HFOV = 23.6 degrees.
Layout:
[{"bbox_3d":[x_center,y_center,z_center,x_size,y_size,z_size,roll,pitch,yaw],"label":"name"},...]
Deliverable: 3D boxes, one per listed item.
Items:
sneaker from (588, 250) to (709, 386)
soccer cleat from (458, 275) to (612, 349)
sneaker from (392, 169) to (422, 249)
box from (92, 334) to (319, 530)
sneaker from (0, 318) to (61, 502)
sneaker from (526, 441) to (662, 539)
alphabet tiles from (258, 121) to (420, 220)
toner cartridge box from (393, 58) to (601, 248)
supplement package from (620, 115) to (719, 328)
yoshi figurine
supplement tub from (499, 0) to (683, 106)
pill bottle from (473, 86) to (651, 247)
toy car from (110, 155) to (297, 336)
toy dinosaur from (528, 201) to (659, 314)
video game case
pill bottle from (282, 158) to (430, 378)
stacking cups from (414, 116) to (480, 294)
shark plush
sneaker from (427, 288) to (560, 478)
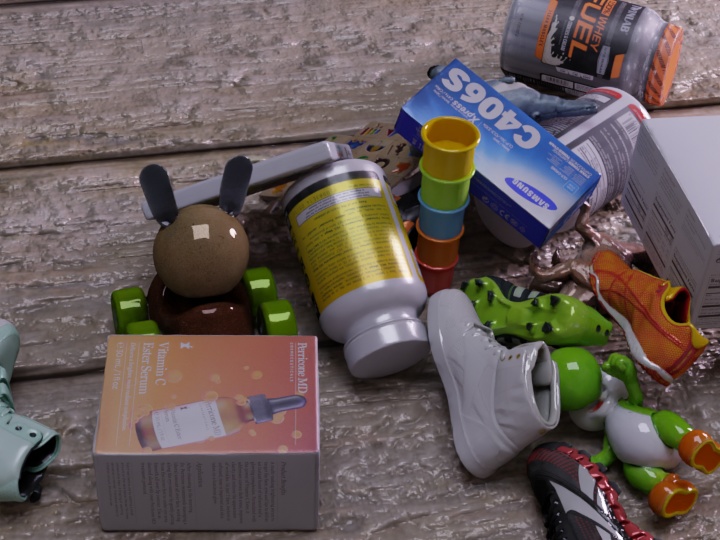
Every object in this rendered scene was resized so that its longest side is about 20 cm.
[{"bbox_3d":[0.279,0.036,1.660,0.077,0.073,0.200,-43,34,11],"label":"sneaker"},{"bbox_3d":[0.166,0.049,1.718,0.081,0.068,0.200,22,-6,-33],"label":"soccer cleat"},{"bbox_3d":[0.090,-0.072,1.874,0.200,0.070,0.090,-33,56,-26],"label":"sneaker"},{"bbox_3d":[-0.137,0.147,1.586,0.199,0.107,0.153,0,42,-3],"label":"box"},{"bbox_3d":[-0.324,0.135,1.612,0.118,0.074,0.201,4,51,12],"label":"sneaker"},{"bbox_3d":[0.194,0.232,1.534,0.098,0.071,0.201,-16,47,-23],"label":"sneaker"},{"bbox_3d":[-0.013,-0.108,1.898,0.166,0.006,0.200,10,40,43],"label":"alphabet tiles"},{"bbox_3d":[0.140,-0.122,1.778,0.200,0.043,0.095,40,62,11],"label":"toner cartridge box"},{"bbox_3d":[0.371,-0.052,1.710,0.155,0.111,0.200,-4,43,-14],"label":"supplement package"},{"bbox_3d":[0.236,0.138,1.618,0.112,0.112,0.200,-29,46,-21],"label":"yoshi figurine"},{"bbox_3d":[0.275,-0.266,2.056,0.199,0.123,0.123,16,43,15],"label":"supplement tub"},{"bbox_3d":[0.223,-0.112,1.885,0.200,0.116,0.116,-32,52,-33],"label":"pill bottle"},{"bbox_3d":[-0.158,-0.016,1.679,0.163,0.201,0.158,-9,26,-15],"label":"toy car"},{"bbox_3d":[0.253,0.007,1.785,0.135,0.086,0.200,30,54,18],"label":"toy dinosaur"},{"bbox_3d":[-0.113,-0.093,1.792,0.199,0.023,0.182,-18,1,7],"label":"video game case"},{"bbox_3d":[0.000,0.000,1.721,0.112,0.113,0.201,-12,66,-16],"label":"pill bottle"},{"bbox_3d":[0.081,-0.058,1.754,0.060,0.201,0.061,3,39,-3],"label":"stacking cups"},{"bbox_3d":[0.151,-0.157,1.856,0.199,0.091,0.084,3,47,-3],"label":"shark plush"},{"bbox_3d":[0.134,0.084,1.639,0.074,0.115,0.201,21,44,-42],"label":"sneaker"}]
